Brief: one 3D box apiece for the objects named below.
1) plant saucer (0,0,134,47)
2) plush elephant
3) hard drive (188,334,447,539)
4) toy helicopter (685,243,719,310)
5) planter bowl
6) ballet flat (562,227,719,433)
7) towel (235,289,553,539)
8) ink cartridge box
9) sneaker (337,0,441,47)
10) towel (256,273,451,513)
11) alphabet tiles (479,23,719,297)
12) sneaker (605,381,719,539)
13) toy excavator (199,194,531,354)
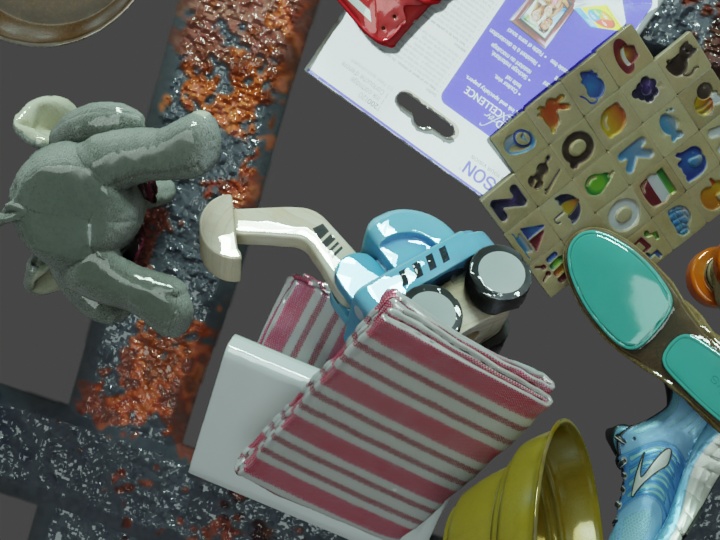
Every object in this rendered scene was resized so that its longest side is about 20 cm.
[{"bbox_3d":[-0.246,-0.276,0.894,0.198,0.034,0.203,1,98,4],"label":"plant saucer"},{"bbox_3d":[-0.202,-0.053,0.867,0.197,0.155,0.167,3,106,-4],"label":"plush elephant"},{"bbox_3d":[-0.026,0.143,0.896,0.198,0.026,0.133,22,120,3],"label":"hard drive"},{"bbox_3d":[0.340,0.048,0.853,0.131,0.079,0.202,-20,82,-6],"label":"toy helicopter"},{"bbox_3d":[0.106,0.204,0.777,0.083,0.200,0.203,-6,97,23],"label":"planter bowl"},{"bbox_3d":[0.232,0.048,0.860,0.200,0.072,0.068,44,99,21],"label":"ballet flat"},{"bbox_3d":[0.021,0.111,0.813,0.145,0.030,0.200,29,124,-20],"label":"towel"},{"bbox_3d":[0.091,-0.179,0.874,0.197,0.043,0.201,36,97,0],"label":"ink cartridge box"},{"bbox_3d":[0.066,-0.212,0.824,0.198,0.078,0.117,16,106,16],"label":"sneaker"},{"bbox_3d":[0.002,0.107,0.922,0.198,0.030,0.147,26,99,1],"label":"towel"},{"bbox_3d":[0.195,-0.078,0.869,0.199,0.006,0.167,-39,108,4],"label":"alphabet tiles"},{"bbox_3d":[0.221,0.162,0.891,0.089,0.078,0.201,31,81,13],"label":"sneaker"},{"bbox_3d":[0.000,0.000,0.871,0.193,0.100,0.201,-28,65,-22],"label":"toy excavator"}]
